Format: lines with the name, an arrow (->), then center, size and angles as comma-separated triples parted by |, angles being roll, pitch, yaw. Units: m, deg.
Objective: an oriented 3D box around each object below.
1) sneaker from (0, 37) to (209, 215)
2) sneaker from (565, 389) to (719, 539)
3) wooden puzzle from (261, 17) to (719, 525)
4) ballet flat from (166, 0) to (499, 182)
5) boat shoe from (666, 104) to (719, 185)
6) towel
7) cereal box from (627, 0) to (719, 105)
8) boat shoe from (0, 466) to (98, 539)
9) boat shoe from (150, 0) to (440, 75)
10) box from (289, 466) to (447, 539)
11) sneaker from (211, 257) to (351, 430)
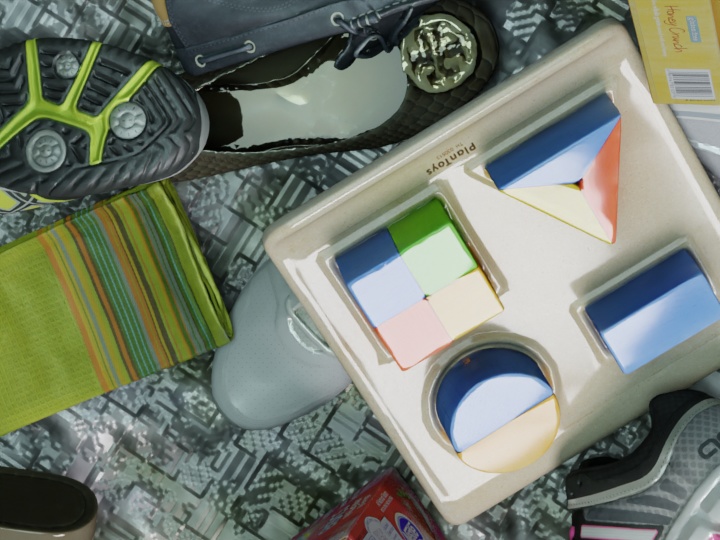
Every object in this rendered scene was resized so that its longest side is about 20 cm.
sneaker -> -0.160, -0.063, 1.256 | 0.200, 0.076, 0.076 | -4, 83, 21
sneaker -> 0.124, 0.133, 1.252 | 0.200, 0.074, 0.087 | -55, 51, 27
wooden puzzle -> 0.080, 0.011, 1.200 | 0.185, 0.046, 0.200 | -32, 122, 3
ballet flat -> -0.032, -0.082, 1.264 | 0.200, 0.046, 0.068 | -13, 94, 9
boat shoe -> 0.201, -0.049, 1.228 | 0.200, 0.072, 0.069 | 9, 97, -2
towel -> -0.162, 0.030, 1.293 | 0.200, 0.018, 0.086 | -23, 91, 19
cereal box -> 0.142, -0.190, 1.140 | 0.039, 0.144, 0.200 | 2, 65, 15
boat shoe -> -0.228, 0.129, 1.298 | 0.200, 0.072, 0.068 | 12, 120, 6
boat shoe -> 0.002, -0.125, 1.211 | 0.200, 0.075, 0.062 | -7, 105, 14
box -> -0.003, 0.166, 1.207 | 0.095, 0.200, 0.100 | -36, 90, 8
sneaker -> 0.000, 0.000, 1.252 | 0.070, 0.080, 0.200 | 45, 101, 0
